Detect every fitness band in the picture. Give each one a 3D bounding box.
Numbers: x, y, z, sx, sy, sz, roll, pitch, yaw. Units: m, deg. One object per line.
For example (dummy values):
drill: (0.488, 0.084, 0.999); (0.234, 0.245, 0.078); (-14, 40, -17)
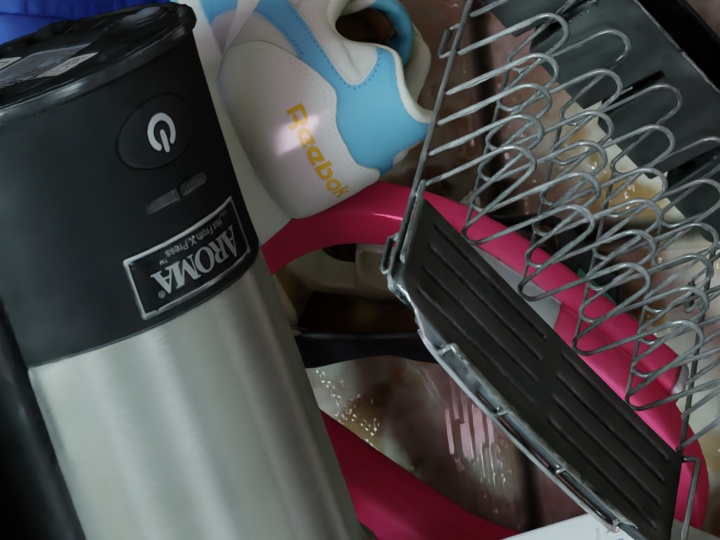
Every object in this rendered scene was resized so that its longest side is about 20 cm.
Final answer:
fitness band: (0.033, 0.048, 0.969); (0.200, 0.037, 0.144); (37, 134, -10)

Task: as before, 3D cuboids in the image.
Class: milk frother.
milk frother: (-0.123, 0.032, 0.864); (0.200, 0.180, 0.189); (8, 120, 59)

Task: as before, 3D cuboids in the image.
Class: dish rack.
dish rack: (0.080, -0.015, 0.875); (0.054, 0.200, 0.153); (-32, 115, 34)

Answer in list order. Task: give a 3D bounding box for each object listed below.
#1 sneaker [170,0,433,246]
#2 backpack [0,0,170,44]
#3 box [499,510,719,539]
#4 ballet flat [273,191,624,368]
sneaker: (-0.019, -0.081, 0.960); (0.081, 0.200, 0.077); (-26, 121, 8)
backpack: (-0.162, -0.092, 1.006); (0.162, 0.200, 0.169); (-1, 97, 28)
box: (0.049, 0.137, 0.963); (0.200, 0.144, 0.036); (-20, 63, 30)
ballet flat: (0.000, 0.000, 1.007); (0.199, 0.073, 0.073); (4, 99, 25)
